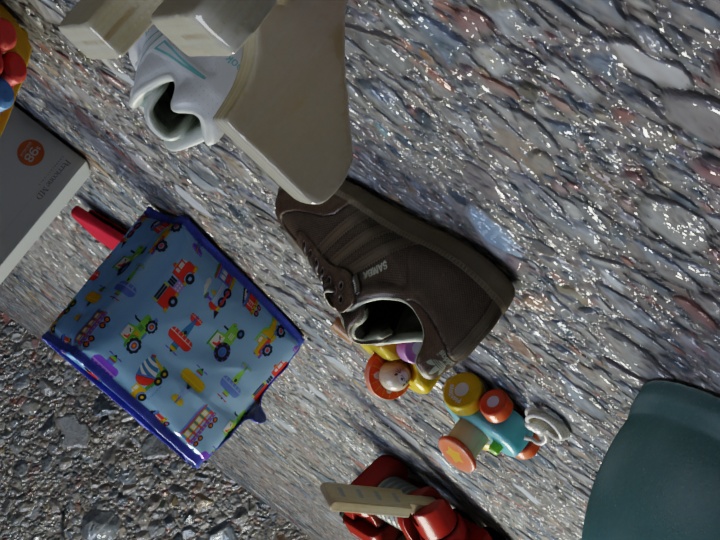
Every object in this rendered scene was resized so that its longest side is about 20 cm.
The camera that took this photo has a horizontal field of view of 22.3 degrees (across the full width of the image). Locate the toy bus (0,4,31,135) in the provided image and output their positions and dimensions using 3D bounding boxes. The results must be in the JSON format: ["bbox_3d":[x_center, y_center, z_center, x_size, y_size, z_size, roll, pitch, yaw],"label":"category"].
[{"bbox_3d":[-0.306,-0.145,1.319,0.191,0.201,0.136,-21,129,34],"label":"toy bus"}]

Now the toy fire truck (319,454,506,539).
[{"bbox_3d":[0.032,0.241,1.806,0.176,0.129,0.201,24,150,51],"label":"toy fire truck"}]

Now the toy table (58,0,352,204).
[{"bbox_3d":[-0.045,-0.126,0.656,0.184,0.117,0.200,41,169,-9],"label":"toy table"}]

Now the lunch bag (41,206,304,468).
[{"bbox_3d":[-0.147,0.068,1.585,0.200,0.151,0.094,45,167,-26],"label":"lunch bag"}]

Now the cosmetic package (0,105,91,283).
[{"bbox_3d":[-0.361,-0.061,1.623,0.151,0.200,0.052,37,169,3],"label":"cosmetic package"}]

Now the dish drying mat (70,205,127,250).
[{"bbox_3d":[-0.201,-0.007,1.792,0.200,0.018,0.077,29,165,35],"label":"dish drying mat"}]

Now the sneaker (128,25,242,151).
[{"bbox_3d":[-0.096,-0.107,0.966,0.070,0.080,0.200,40,169,-18],"label":"sneaker"}]

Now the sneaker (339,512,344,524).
[{"bbox_3d":[0.048,0.306,2.083,0.088,0.074,0.200,43,177,-19],"label":"sneaker"}]

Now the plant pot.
[{"bbox_3d":[0.199,0.176,1.000,0.200,0.134,0.200,36,168,9],"label":"plant pot"}]

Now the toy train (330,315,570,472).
[{"bbox_3d":[0.046,0.077,1.277,0.200,0.056,0.150,39,168,1],"label":"toy train"}]

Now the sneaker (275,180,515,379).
[{"bbox_3d":[0.000,0.000,1.080,0.200,0.076,0.070,24,162,48],"label":"sneaker"}]
